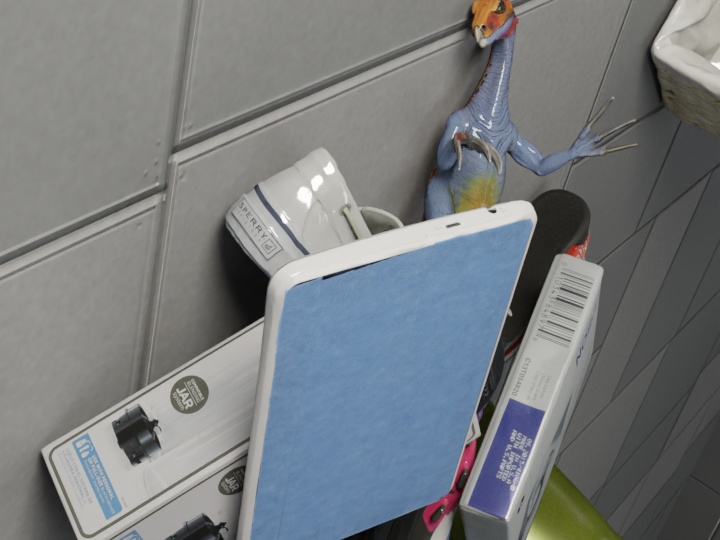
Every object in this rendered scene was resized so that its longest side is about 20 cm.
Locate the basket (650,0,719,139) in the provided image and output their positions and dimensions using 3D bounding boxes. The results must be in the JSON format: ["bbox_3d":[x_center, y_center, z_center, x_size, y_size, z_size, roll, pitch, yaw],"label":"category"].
[{"bbox_3d":[0.380,-0.196,1.017,0.202,0.197,0.161,-57,159,-3],"label":"basket"}]

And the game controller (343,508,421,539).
[{"bbox_3d":[-0.017,0.143,0.705,0.201,0.103,0.042,-64,-178,-41],"label":"game controller"}]

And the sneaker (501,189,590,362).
[{"bbox_3d":[0.120,0.039,0.946,0.202,0.067,0.109,-50,153,-24],"label":"sneaker"}]

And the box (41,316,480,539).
[{"bbox_3d":[-0.042,0.085,0.591,0.198,0.060,0.117,-30,143,-10],"label":"box"}]

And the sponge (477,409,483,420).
[{"bbox_3d":[0.051,0.117,0.954,0.199,0.030,0.113,-23,138,-54],"label":"sponge"}]

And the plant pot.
[{"bbox_3d":[0.141,0.257,1.099,0.200,0.192,0.202,-44,154,-28],"label":"plant pot"}]

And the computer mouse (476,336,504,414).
[{"bbox_3d":[0.017,0.087,0.711,0.199,0.034,0.060,-30,119,-37],"label":"computer mouse"}]

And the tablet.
[{"bbox_3d":[0.007,0.059,0.542,0.128,0.014,0.202,-15,138,-27],"label":"tablet"}]

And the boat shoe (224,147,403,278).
[{"bbox_3d":[0.000,0.000,0.638,0.067,0.074,0.200,-39,156,3],"label":"boat shoe"}]

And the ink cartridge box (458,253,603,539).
[{"bbox_3d":[0.128,0.121,0.879,0.201,0.040,0.202,76,36,-62],"label":"ink cartridge box"}]

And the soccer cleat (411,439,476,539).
[{"bbox_3d":[0.033,0.169,0.834,0.086,0.069,0.203,-92,-166,-78],"label":"soccer cleat"}]

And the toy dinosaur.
[{"bbox_3d":[0.057,-0.066,0.720,0.104,0.198,0.185,6,81,-47],"label":"toy dinosaur"}]
